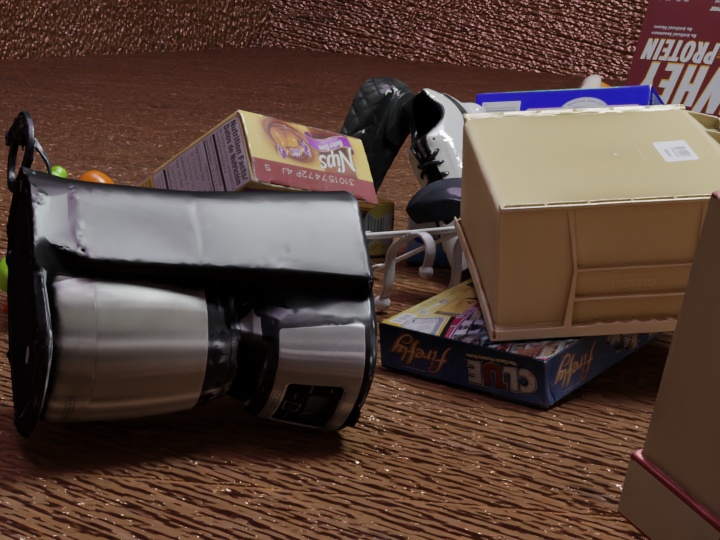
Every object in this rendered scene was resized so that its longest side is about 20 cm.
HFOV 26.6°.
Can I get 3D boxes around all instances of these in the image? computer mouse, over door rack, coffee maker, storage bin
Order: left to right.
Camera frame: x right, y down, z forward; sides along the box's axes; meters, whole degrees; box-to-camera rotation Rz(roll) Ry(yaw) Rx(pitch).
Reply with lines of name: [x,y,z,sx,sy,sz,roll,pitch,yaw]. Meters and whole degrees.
coffee maker: [-0.100,-0.001,0.890,0.200,0.192,0.135,1,-10,-21]
over door rack: [0.000,0.000,1.222,0.148,0.067,0.200,-4,1,-34]
computer mouse: [0.133,-0.064,1.211,0.200,0.034,0.059,-6,1,11]
storage bin: [0.175,-0.040,1.059,0.198,0.094,0.200,-2,23,-3]

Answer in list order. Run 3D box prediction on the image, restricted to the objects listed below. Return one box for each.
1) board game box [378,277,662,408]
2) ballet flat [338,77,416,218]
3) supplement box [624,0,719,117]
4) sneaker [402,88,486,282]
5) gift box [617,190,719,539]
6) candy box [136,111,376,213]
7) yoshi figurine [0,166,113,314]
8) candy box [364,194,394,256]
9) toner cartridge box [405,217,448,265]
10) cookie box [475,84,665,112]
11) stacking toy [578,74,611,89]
board game box: [0.127,0.034,1.070,0.135,0.035,0.200,11,23,38]
ballet flat: [-0.016,-0.086,1.365,0.057,0.200,0.066,23,-16,44]
supplement box: [0.382,-0.175,1.599,0.133,0.198,0.200,11,-9,37]
sneaker: [0.077,-0.073,1.320,0.080,0.200,0.074,24,-48,-38]
gift box: [0.228,0.065,0.639,0.184,0.187,0.200,-7,30,-28]
candy box: [-0.100,-0.032,1.050,0.200,0.057,0.117,-29,-25,36]
yoshi figurine: [-0.213,-0.025,1.182,0.112,0.112,0.200,7,15,7]
candy box: [-0.082,-0.047,1.421,0.200,0.057,0.117,-4,15,-21]
toner cartridge box: [0.145,-0.030,1.404,0.200,0.043,0.095,4,11,6]
cookie box: [0.218,-0.098,1.431,0.171,0.075,0.200,0,-19,27]
stacking toy: [0.331,-0.134,1.779,0.200,0.146,0.146,18,13,1]
